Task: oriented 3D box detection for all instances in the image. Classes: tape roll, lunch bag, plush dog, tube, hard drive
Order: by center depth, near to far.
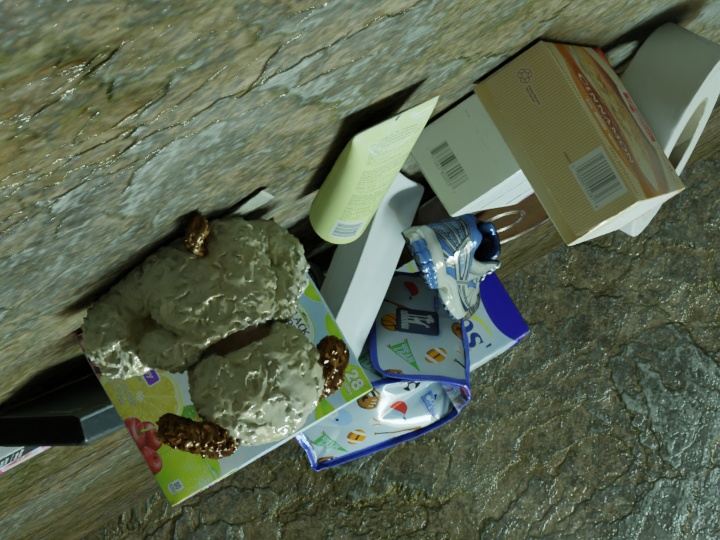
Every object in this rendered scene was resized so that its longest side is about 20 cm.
[{"bbox_3d":[-0.095,0.052,1.173,0.200,0.172,0.160,-27,172,-21],"label":"plush dog"},{"bbox_3d":[0.005,-0.081,1.204,0.200,0.052,0.058,125,-16,-66],"label":"tube"},{"bbox_3d":[-0.239,0.123,1.467,0.139,0.033,0.200,-6,-169,40],"label":"hard drive"},{"bbox_3d":[0.284,-0.137,1.484,0.202,0.071,0.203,-53,162,-26],"label":"tape roll"},{"bbox_3d":[0.019,0.096,1.631,0.200,0.124,0.170,-17,-139,14],"label":"lunch bag"}]

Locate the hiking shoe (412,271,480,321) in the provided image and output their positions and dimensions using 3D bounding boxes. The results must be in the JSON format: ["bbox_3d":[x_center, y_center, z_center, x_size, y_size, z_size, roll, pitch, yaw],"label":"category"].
[{"bbox_3d":[0.037,0.022,1.749,0.200,0.076,0.101,-2,-152,-1],"label":"hiking shoe"}]

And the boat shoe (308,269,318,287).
[{"bbox_3d":[-0.120,0.045,1.441,0.200,0.073,0.065,-27,178,-25],"label":"boat shoe"}]

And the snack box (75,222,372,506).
[{"bbox_3d":[-0.116,0.081,1.312,0.200,0.169,0.068,-31,176,-6],"label":"snack box"}]

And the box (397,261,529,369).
[{"bbox_3d":[0.071,0.053,1.855,0.200,0.184,0.105,-30,171,-10],"label":"box"}]

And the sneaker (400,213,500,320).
[{"bbox_3d":[0.109,-0.007,1.552,0.085,0.077,0.200,-26,163,6],"label":"sneaker"}]

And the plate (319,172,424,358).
[{"bbox_3d":[0.000,0.000,1.456,0.200,0.032,0.200,8,104,-79],"label":"plate"}]

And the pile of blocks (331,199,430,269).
[{"bbox_3d":[0.059,-0.032,1.695,0.200,0.062,0.082,-27,173,-29],"label":"pile of blocks"}]

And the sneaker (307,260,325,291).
[{"bbox_3d":[-0.098,0.087,1.563,0.146,0.077,0.202,-29,-154,14],"label":"sneaker"}]

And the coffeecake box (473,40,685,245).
[{"bbox_3d":[0.193,-0.111,1.306,0.073,0.154,0.200,-33,173,22],"label":"coffeecake box"}]

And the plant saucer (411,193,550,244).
[{"bbox_3d":[0.143,-0.061,1.603,0.200,0.032,0.200,-18,164,-5],"label":"plant saucer"}]

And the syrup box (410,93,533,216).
[{"bbox_3d":[0.122,-0.106,1.361,0.081,0.079,0.200,-34,173,21],"label":"syrup box"}]

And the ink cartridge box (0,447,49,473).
[{"bbox_3d":[-0.354,0.176,1.555,0.200,0.037,0.095,-25,171,-25],"label":"ink cartridge box"}]
